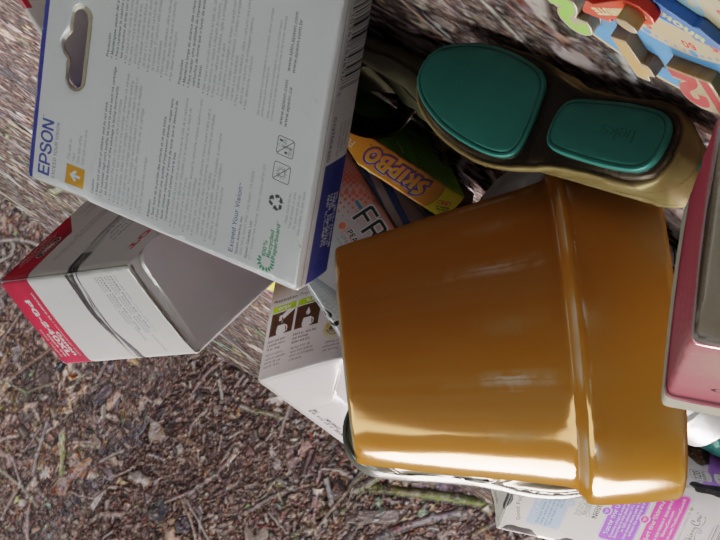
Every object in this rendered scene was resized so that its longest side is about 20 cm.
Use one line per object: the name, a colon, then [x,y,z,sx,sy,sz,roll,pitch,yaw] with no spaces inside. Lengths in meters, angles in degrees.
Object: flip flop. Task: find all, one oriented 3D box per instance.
flip flop: [0.008,-0.108,1.639,0.081,0.058,0.200,37,179,-32]

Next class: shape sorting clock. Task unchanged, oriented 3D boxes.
shape sorting clock: [0.127,-0.123,1.172,0.200,0.039,0.200,31,172,5]

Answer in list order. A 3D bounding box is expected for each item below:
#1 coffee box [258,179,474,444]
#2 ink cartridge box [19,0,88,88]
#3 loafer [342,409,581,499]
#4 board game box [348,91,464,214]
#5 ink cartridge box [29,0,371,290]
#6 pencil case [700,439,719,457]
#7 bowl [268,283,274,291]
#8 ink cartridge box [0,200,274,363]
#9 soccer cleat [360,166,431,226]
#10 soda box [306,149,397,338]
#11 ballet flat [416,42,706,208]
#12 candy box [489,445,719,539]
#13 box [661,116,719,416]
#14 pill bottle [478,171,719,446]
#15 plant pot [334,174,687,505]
coffee box: [0.006,0.009,1.855,0.080,0.201,0.114,-17,140,35]
ink cartridge box: [-0.156,-0.160,1.731,0.145,0.084,0.200,56,-179,20]
loafer: [0.089,0.100,1.627,0.199,0.076,0.070,-3,168,-1]
board game box: [-0.023,-0.110,1.737,0.200,0.030,0.096,35,-163,-25]
ink cartridge box: [-0.096,-0.113,1.573,0.199,0.197,0.043,23,-149,22]
pencil case: [0.236,0.080,1.839,0.200,0.085,0.092,29,-169,17]
bowl: [-0.082,-0.045,2.003,0.200,0.108,0.200,41,-168,-11]
ink cartridge box: [-0.134,-0.013,1.831,0.200,0.145,0.084,-5,124,57]
soccer cleat: [-0.031,-0.061,1.754,0.200,0.086,0.070,42,129,-21]
soda box: [0.000,0.000,1.669,0.200,0.068,0.064,57,180,-20]
ballet flat: [0.111,-0.073,1.455,0.200,0.069,0.063,25,175,45]
candy box: [0.188,0.128,1.890,0.199,0.072,0.168,13,-151,-13]
box: [0.214,0.008,1.250,0.127,0.109,0.200,8,169,5]
pill bottle: [0.160,0.025,1.696,0.200,0.113,0.113,35,172,-17]
plant pot: [0.081,0.040,1.518,0.182,0.201,0.200,-6,170,0]
